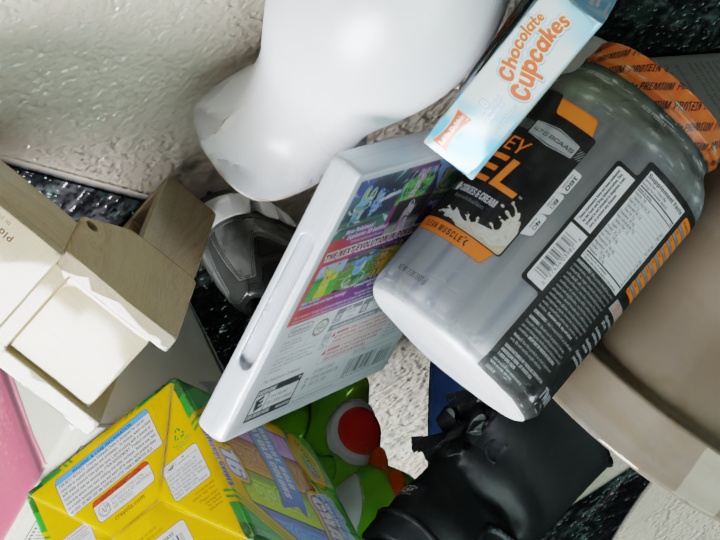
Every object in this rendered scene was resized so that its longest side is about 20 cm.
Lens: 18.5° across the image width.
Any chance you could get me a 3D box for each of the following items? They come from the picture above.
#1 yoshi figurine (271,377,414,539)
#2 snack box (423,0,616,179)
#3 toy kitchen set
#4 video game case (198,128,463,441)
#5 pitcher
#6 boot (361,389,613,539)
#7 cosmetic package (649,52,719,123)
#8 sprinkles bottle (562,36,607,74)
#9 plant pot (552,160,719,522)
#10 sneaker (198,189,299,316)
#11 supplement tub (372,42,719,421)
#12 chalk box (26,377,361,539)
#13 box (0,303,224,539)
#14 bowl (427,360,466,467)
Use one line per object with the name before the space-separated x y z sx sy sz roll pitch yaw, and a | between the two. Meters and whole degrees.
yoshi figurine | -0.014 0.148 1.467 0.112 0.200 0.112 -32 140 -2
snack box | 0.105 -0.137 1.214 0.116 0.037 0.200 -51 -177 31
toy kitchen set | -0.217 -0.004 1.241 0.200 0.181 0.163 40 111 -12
video game case | 0.000 0.000 1.271 0.200 0.023 0.183 -19 141 -60
pitcher | 0.017 -0.137 1.207 0.171 0.122 0.200 -25 163 -40
boot | 0.103 0.163 1.391 0.163 0.073 0.199 -48 113 -24
cosmetic package | 0.245 -0.084 1.439 0.199 0.102 0.071 -6 143 -28
sprinkles bottle | 0.109 -0.057 1.406 0.068 0.068 0.201 -6 141 -30
plant pot | 0.222 0.030 1.341 0.199 0.200 0.174 19 110 -48
sneaker | -0.022 0.010 1.381 0.199 0.091 0.066 12 131 -44
supplement tub | 0.111 -0.025 1.262 0.200 0.122 0.123 -49 147 -7
chalk box | -0.079 0.169 1.330 0.124 0.124 0.200 -38 147 13
box | -0.181 0.118 1.394 0.127 0.109 0.200 1 137 -37
bowl | 0.072 0.119 1.514 0.039 0.202 0.201 0 146 6
